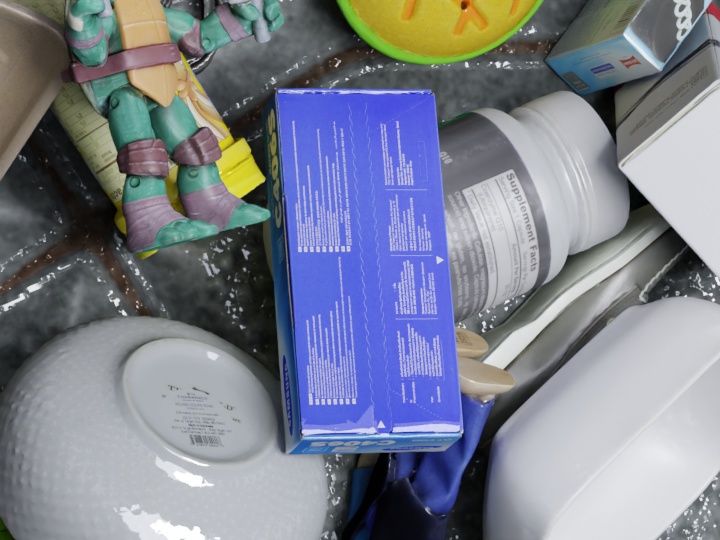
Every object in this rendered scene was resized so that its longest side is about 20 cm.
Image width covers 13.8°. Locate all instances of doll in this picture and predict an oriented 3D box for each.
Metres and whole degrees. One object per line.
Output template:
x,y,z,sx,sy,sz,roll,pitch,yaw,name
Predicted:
0.026,0.131,1.735,0.048,0.137,0.201,10,114,-28,doll

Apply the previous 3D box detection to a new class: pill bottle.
0.052,-0.028,1.763,0.199,0.113,0.114,-23,94,-21,pill bottle

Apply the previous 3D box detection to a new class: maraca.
0.067,-0.205,1.785,0.199,0.107,0.138,-30,104,-20,maraca

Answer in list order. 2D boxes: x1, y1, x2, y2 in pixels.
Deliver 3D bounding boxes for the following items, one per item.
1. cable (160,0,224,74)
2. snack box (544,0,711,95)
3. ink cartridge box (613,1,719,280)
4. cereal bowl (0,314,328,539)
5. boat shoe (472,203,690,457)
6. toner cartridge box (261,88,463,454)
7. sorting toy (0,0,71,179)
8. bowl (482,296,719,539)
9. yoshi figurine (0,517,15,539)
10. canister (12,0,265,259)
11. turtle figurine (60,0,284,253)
-0.083,-0.215,1.760,0.097,0.050,0.201,32,74,-12,cable
0.203,-0.200,1.831,0.037,0.116,0.200,40,74,-13,snack box
0.228,-0.065,1.780,0.084,0.200,0.144,-41,101,14,ink cartridge box
-0.104,0.099,1.656,0.199,0.083,0.201,19,39,-17,cereal bowl
0.134,0.032,1.813,0.201,0.072,0.060,-40,101,-12,boat shoe
0.000,0.000,1.656,0.094,0.043,0.201,0,74,-13,toner cartridge box
-0.276,-0.113,1.627,0.199,0.185,0.037,27,42,-15,sorting toy
0.142,0.111,1.756,0.075,0.200,0.200,38,65,21,bowl
-0.172,0.174,1.688,0.199,0.113,0.112,11,41,-6,yoshi figurine
-0.142,-0.114,1.677,0.086,0.149,0.201,-32,95,-3,canister
-0.108,-0.114,1.562,0.149,0.100,0.201,-17,95,-43,turtle figurine
